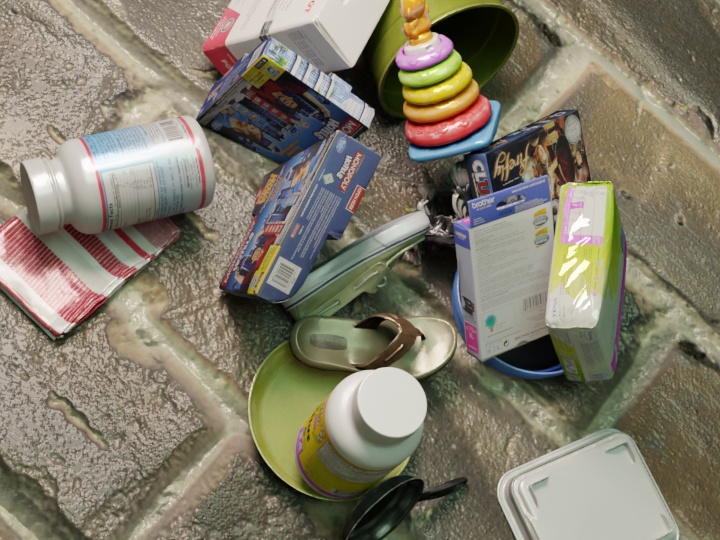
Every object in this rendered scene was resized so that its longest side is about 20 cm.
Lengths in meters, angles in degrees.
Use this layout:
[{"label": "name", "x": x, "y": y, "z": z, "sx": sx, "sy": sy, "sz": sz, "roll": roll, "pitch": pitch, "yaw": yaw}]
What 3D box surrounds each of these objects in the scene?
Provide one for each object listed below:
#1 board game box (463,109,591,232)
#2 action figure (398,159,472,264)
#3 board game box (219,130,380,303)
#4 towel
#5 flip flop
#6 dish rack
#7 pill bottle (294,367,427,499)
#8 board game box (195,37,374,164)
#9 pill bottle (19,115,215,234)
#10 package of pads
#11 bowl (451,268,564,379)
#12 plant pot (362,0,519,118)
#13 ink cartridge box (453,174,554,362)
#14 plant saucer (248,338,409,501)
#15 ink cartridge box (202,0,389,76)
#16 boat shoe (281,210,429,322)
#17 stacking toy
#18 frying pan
[{"label": "board game box", "x": 0.212, "y": -0.106, "z": 1.566, "sx": 0.200, "sy": 0.035, "sz": 0.136, "roll": -28, "pitch": 112, "yaw": -42}, {"label": "action figure", "x": 0.114, "y": -0.087, "z": 1.571, "sx": 0.200, "sy": 0.119, "sz": 0.102, "roll": -35, "pitch": 111, "yaw": -35}, {"label": "board game box", "x": -0.079, "y": -0.053, "z": 1.458, "sx": 0.062, "sy": 0.200, "sz": 0.200, "roll": 29, "pitch": 82, "yaw": -19}, {"label": "towel", "x": -0.321, "y": -0.032, "z": 1.453, "sx": 0.144, "sy": 0.023, "sz": 0.200, "roll": 43, "pitch": 61, "yaw": 4}, {"label": "flip flop", "x": 0.019, "y": 0.079, "z": 1.460, "sx": 0.199, "sy": 0.058, "sz": 0.081, "roll": 6, "pitch": 65, "yaw": -16}, {"label": "dish rack", "x": 0.275, "y": 0.284, "z": 1.497, "sx": 0.200, "sy": 0.044, "sz": 0.172, "roll": -19, "pitch": 75, "yaw": -23}, {"label": "pill bottle", "x": 0.003, "y": 0.167, "z": 1.334, "sx": 0.104, "sy": 0.200, "sz": 0.105, "roll": 7, "pitch": 65, "yaw": -16}, {"label": "board game box", "x": -0.068, "y": -0.183, "z": 1.531, "sx": 0.200, "sy": 0.200, "sz": 0.062, "roll": 32, "pitch": 61, "yaw": -19}, {"label": "pill bottle", "x": -0.271, "y": -0.102, "z": 1.426, "sx": 0.199, "sy": 0.109, "sz": 0.109, "roll": -14, "pitch": 72, "yaw": -21}, {"label": "package of pads", "x": 0.270, "y": 0.011, "z": 1.507, "sx": 0.068, "sy": 0.155, "sz": 0.201, "roll": 0, "pitch": 62, "yaw": 20}, {"label": "bowl", "x": 0.206, "y": 0.040, "z": 1.585, "sx": 0.200, "sy": 0.039, "sz": 0.201, "roll": 7, "pitch": 65, "yaw": -15}, {"label": "plant pot", "x": 0.068, "y": -0.333, "z": 1.634, "sx": 0.200, "sy": 0.201, "sz": 0.193, "roll": -18, "pitch": 62, "yaw": -24}, {"label": "ink cartridge box", "x": 0.171, "y": -0.006, "z": 1.483, "sx": 0.119, "sy": 0.042, "sz": 0.201, "roll": -19, "pitch": 117, "yaw": -25}, {"label": "plant saucer", "x": -0.033, "y": 0.167, "z": 1.454, "sx": 0.199, "sy": 0.031, "sz": 0.201, "roll": 7, "pitch": 64, "yaw": -15}, {"label": "ink cartridge box", "x": -0.074, "y": -0.307, "z": 1.551, "sx": 0.084, "sy": 0.200, "sz": 0.145, "roll": 48, "pitch": 55, "yaw": -34}, {"label": "boat shoe", "x": 0.000, "y": 0.000, "z": 1.502, "sx": 0.200, "sy": 0.072, "sz": 0.062, "roll": -31, "pitch": 97, "yaw": 1}, {"label": "stacking toy", "x": 0.083, "y": -0.235, "z": 1.491, "sx": 0.116, "sy": 0.109, "sz": 0.200, "roll": -69, "pitch": 143, "yaw": -53}, {"label": "frying pan", "x": 0.050, "y": 0.246, "z": 1.404, "sx": 0.190, "sy": 0.115, "sz": 0.031, "roll": -32, "pitch": 61, "yaw": -28}]
